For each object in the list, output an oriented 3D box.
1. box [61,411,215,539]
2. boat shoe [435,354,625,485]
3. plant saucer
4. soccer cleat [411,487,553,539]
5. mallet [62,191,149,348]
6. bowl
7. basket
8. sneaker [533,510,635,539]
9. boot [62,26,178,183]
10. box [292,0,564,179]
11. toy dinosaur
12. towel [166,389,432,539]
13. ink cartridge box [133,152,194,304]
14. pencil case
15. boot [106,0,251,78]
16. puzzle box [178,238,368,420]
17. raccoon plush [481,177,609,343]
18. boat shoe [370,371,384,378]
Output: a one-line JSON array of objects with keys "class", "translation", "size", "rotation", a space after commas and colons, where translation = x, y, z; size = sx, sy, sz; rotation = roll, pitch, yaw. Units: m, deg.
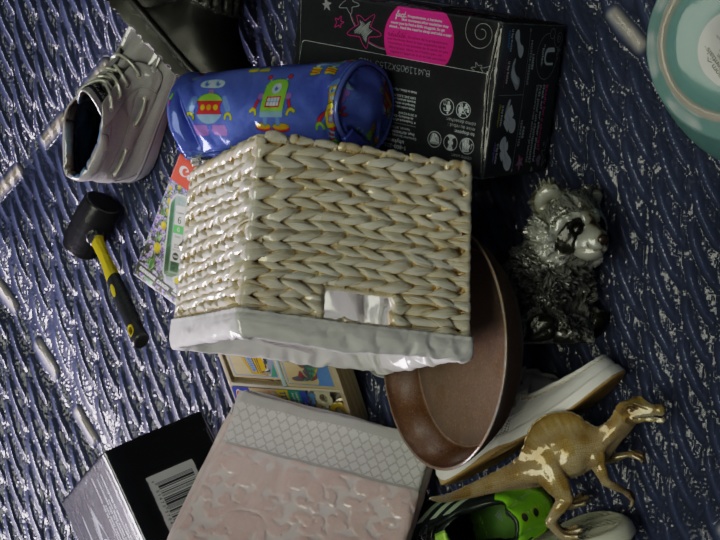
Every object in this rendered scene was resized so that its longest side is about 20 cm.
[{"class": "box", "translation": [-0.189, 0.240, 1.533], "size": [0.148, 0.104, 0.200], "rotation": [64, 152, 9]}, {"class": "boat shoe", "translation": [0.130, 0.112, 1.379], "size": [0.200, 0.071, 0.069], "rotation": [-34, 74, 30]}, {"class": "plant saucer", "translation": [0.078, 0.063, 1.337], "size": [0.200, 0.034, 0.201], "rotation": [-9, 80, 63]}, {"class": "soccer cleat", "translation": [0.077, 0.231, 1.420], "size": [0.200, 0.081, 0.068], "rotation": [-27, 81, 35]}, {"class": "mallet", "translation": [-0.246, 0.011, 1.585], "size": [0.066, 0.041, 0.200], "rotation": [-53, 43, 31]}, {"class": "bowl", "translation": [0.295, -0.170, 1.219], "size": [0.201, 0.105, 0.201], "rotation": [4, 97, 32]}, {"class": "basket", "translation": [-0.031, -0.007, 1.302], "size": [0.200, 0.198, 0.161], "rotation": [163, 113, -67]}, {"class": "sneaker", "translation": [0.161, 0.271, 1.384], "size": [0.200, 0.075, 0.085], "rotation": [-31, 89, 35]}, {"class": "boot", "translation": [-0.224, -0.175, 1.557], "size": [0.073, 0.096, 0.200], "rotation": [24, 108, 28]}, {"class": "box", "translation": [0.054, -0.157, 1.370], "size": [0.200, 0.115, 0.132], "rotation": [15, 105, 33]}, {"class": "toy dinosaur", "translation": [0.159, 0.163, 1.331], "size": [0.200, 0.058, 0.101], "rotation": [-25, 111, 4]}, {"class": "towel", "translation": [-0.049, 0.203, 1.422], "size": [0.200, 0.191, 0.032], "rotation": [13, 145, 13]}, {"class": "ink cartridge box", "translation": [-0.131, -0.057, 1.538], "size": [0.109, 0.050, 0.200], "rotation": [34, 113, 25]}, {"class": "pencil case", "translation": [-0.071, -0.127, 1.341], "size": [0.200, 0.078, 0.087], "rotation": [0, 67, 36]}, {"class": "boot", "translation": [-0.115, -0.239, 1.484], "size": [0.158, 0.079, 0.211], "rotation": [-45, 86, 7]}, {"class": "puzzle box", "translation": [-0.079, 0.056, 1.484], "size": [0.133, 0.025, 0.200], "rotation": [1, 122, 34]}, {"class": "raccoon plush", "translation": [0.123, -0.005, 1.362], "size": [0.200, 0.097, 0.134], "rotation": [-3, 86, 33]}, {"class": "boat shoe", "translation": [0.001, -0.001, 1.451], "size": [0.074, 0.065, 0.202], "rotation": [-6, 94, 34]}]
